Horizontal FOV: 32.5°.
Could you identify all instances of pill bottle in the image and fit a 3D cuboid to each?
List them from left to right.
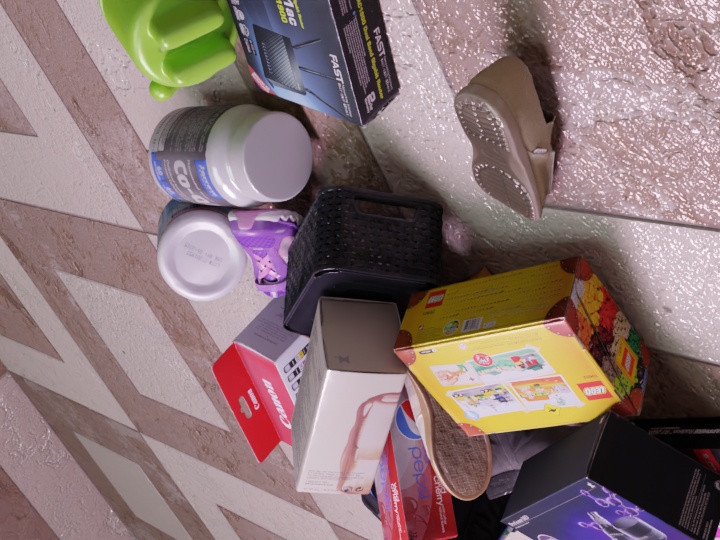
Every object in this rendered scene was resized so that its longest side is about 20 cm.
[{"bbox_3d":[-0.199,-0.040,1.538,0.109,0.108,0.200,53,-177,-18],"label":"pill bottle"},{"bbox_3d":[-0.147,-0.129,1.395,0.199,0.114,0.115,7,136,52],"label":"pill bottle"}]

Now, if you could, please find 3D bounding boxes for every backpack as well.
[{"bbox_3d":[0.116,0.262,1.489,0.200,0.190,0.154,44,160,8],"label":"backpack"}]

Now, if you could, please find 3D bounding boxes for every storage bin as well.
[{"bbox_3d":[0.000,0.000,1.318,0.133,0.095,0.200,8,158,-13],"label":"storage bin"}]

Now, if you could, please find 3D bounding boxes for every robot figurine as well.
[{"bbox_3d":[-0.194,-0.262,1.239,0.200,0.115,0.177,52,166,45],"label":"robot figurine"}]

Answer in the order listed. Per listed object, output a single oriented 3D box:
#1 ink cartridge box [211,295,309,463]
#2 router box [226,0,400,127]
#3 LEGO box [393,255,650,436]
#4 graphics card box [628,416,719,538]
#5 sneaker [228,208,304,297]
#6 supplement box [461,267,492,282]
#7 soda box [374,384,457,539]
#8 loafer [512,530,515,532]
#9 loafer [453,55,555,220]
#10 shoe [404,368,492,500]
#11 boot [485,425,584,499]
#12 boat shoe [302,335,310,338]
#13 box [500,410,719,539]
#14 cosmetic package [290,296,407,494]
[{"bbox_3d":[-0.078,0.141,1.575,0.083,0.176,0.202,21,146,39],"label":"ink cartridge box"},{"bbox_3d":[-0.054,-0.244,1.151,0.149,0.062,0.202,23,146,35],"label":"router box"},{"bbox_3d":[0.156,0.079,1.196,0.198,0.078,0.149,-13,131,37],"label":"LEGO box"},{"bbox_3d":[0.350,0.205,1.218,0.126,0.051,0.199,52,154,-13],"label":"graphics card box"},{"bbox_3d":[-0.101,-0.017,1.439,0.079,0.090,0.200,5,169,13],"label":"sneaker"},{"bbox_3d":[0.099,0.065,1.368,0.069,0.067,0.200,45,155,0],"label":"supplement box"},{"bbox_3d":[0.051,0.200,1.370,0.070,0.062,0.203,150,113,-64],"label":"soda box"},{"bbox_3d":[0.134,0.277,1.624,0.200,0.063,0.072,47,154,-3],"label":"loafer"},{"bbox_3d":[0.136,-0.111,1.064,0.075,0.069,0.200,33,168,25],"label":"loafer"},{"bbox_3d":[0.090,0.148,1.320,0.053,0.069,0.203,-121,12,-78],"label":"shoe"},{"bbox_3d":[0.188,0.164,1.368,0.199,0.069,0.133,-29,77,36],"label":"boot"},{"bbox_3d":[-0.015,0.081,1.474,0.072,0.073,0.199,-19,143,40],"label":"boat shoe"},{"bbox_3d":[0.246,0.229,1.218,0.140,0.079,0.200,32,152,-3],"label":"box"},{"bbox_3d":[-0.016,0.135,1.297,0.086,0.104,0.202,4,135,-11],"label":"cosmetic package"}]
